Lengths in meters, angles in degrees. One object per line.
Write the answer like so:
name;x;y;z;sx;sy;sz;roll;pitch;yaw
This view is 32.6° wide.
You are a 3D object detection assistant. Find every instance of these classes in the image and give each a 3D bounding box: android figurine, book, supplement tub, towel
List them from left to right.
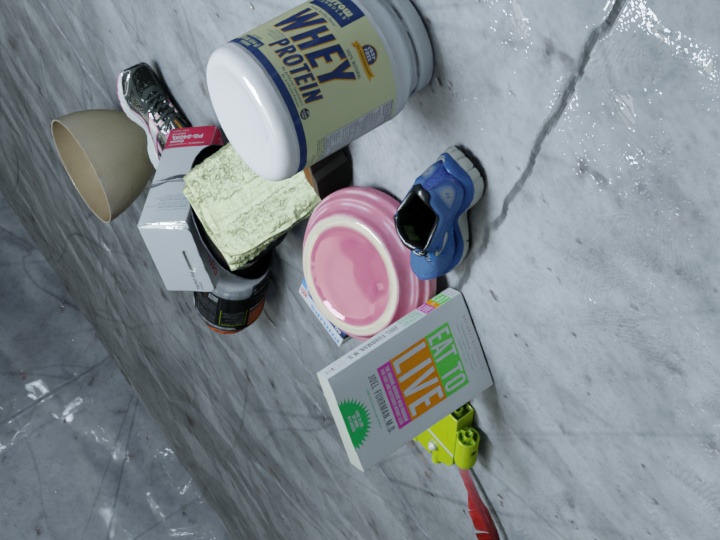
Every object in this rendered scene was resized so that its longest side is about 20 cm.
supplement tub;-0.209;0.021;1.990;0.123;0.122;0.201;52;157;15
towel;-0.137;-0.109;1.633;0.199;0.036;0.150;-34;86;24
supplement tub;-0.039;-0.196;1.240;0.145;0.199;0.146;46;155;28
book;0.053;0.126;1.454;0.048;0.199;0.135;25;141;54
android figurine;0.097;0.188;1.657;0.182;0.041;0.201;47;154;27

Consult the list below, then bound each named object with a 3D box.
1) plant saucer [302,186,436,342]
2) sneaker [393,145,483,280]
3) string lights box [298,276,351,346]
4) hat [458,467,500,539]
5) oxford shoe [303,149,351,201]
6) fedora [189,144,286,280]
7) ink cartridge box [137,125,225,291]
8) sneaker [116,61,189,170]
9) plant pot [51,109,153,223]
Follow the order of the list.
plant saucer;0.000;0.000;1.505;0.199;0.051;0.204;16;117;35
sneaker;0.070;-0.051;1.339;0.079;0.089;0.201;49;156;24
string lights box;-0.019;0.016;1.656;0.103;0.059;0.200;52;157;12
hat;0.216;0.383;1.678;0.198;0.178;0.165;27;173;-31
oxford shoe;-0.058;-0.169;1.492;0.071;0.071;0.201;48;157;30
fedora;-0.155;-0.092;1.741;0.091;0.201;0.203;-18;105;30
ink cartridge box;-0.247;-0.090;1.808;0.082;0.202;0.146;-1;139;15
sneaker;-0.311;-0.242;1.962;0.086;0.080;0.202;15;141;43
plant pot;-0.440;-0.206;2.181;0.200;0.134;0.202;46;156;28
